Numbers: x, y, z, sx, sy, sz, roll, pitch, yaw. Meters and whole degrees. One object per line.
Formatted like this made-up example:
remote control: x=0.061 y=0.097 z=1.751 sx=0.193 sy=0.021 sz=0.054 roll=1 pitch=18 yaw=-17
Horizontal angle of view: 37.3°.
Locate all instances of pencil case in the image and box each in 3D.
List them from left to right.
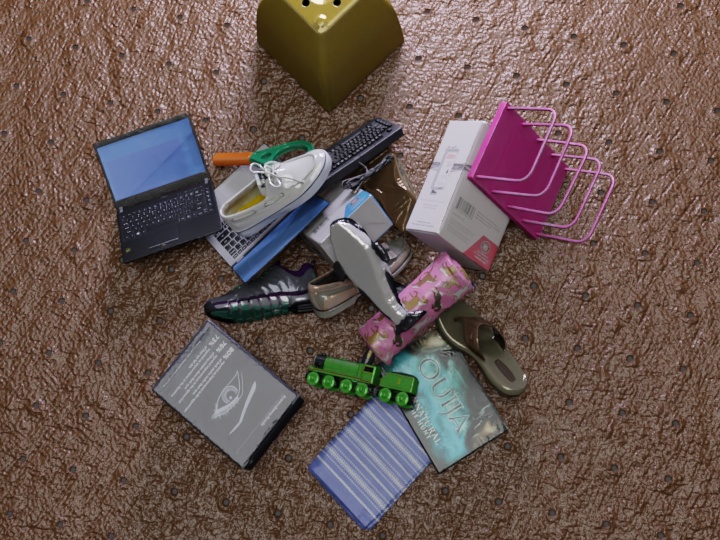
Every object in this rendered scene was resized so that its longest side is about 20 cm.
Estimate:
pencil case: x=0.087 y=0.062 z=1.697 sx=0.200 sy=0.087 sz=0.083 roll=-42 pitch=38 yaw=3

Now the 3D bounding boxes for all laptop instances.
laptop: x=-0.340 y=-0.139 z=1.786 sx=0.175 sy=0.104 sz=0.202 roll=-18 pitch=49 yaw=0
laptop: x=-0.172 y=-0.099 z=1.760 sx=0.187 sy=0.116 sz=0.200 roll=-42 pitch=75 yaw=-5

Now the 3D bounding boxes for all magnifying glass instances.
magnifying glass: x=-0.163 y=-0.187 z=1.791 sx=0.197 sy=0.023 sz=0.080 roll=3 pitch=42 yaw=28

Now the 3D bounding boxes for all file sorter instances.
file sorter: x=0.294 y=-0.152 z=1.695 sx=0.124 sy=0.199 sz=0.141 roll=13 pitch=72 yaw=48

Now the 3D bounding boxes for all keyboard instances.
keyboard: x=-0.009 y=-0.183 z=1.745 sx=0.199 sy=0.021 sz=0.127 roll=-37 pitch=47 yaw=-22

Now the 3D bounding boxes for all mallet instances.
mallet: x=0.017 y=0.107 z=1.762 sx=0.065 sy=0.041 sz=0.202 roll=29 pitch=85 yaw=7

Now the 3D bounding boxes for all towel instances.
towel: x=0.029 y=0.301 z=1.732 sx=0.145 sy=0.024 sz=0.200 roll=43 pitch=82 yaw=11

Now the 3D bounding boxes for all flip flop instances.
flip flop: x=0.199 y=0.116 z=1.719 sx=0.080 sy=0.058 sz=0.201 roll=-27 pitch=66 yaw=-30

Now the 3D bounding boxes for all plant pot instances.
plant pot: x=-0.057 y=-0.427 z=1.785 sx=0.194 sy=0.200 sz=0.196 roll=-44 pitch=81 yaw=-6

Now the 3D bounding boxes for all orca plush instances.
orca plush: x=0.031 y=-0.005 z=1.645 sx=0.200 sy=0.105 sz=0.071 roll=44 pitch=40 yaw=1

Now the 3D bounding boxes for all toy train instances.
toy train: x=0.002 y=0.176 z=1.720 sx=0.197 sy=0.042 sz=0.057 roll=11 pitch=80 yaw=22

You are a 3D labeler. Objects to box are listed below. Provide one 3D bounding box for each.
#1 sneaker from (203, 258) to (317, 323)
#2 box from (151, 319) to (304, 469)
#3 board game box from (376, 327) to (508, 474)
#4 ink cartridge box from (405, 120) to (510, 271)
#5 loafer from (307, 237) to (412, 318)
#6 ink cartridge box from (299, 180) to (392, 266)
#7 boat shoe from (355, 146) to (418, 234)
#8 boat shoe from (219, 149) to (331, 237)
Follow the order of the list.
sneaker: x=-0.164 y=0.032 z=1.774 sx=0.196 sy=0.075 sz=0.089 roll=-6 pitch=68 yaw=-10
box: x=-0.210 y=0.201 z=1.717 sx=0.199 sy=0.104 sz=0.148 roll=40 pitch=83 yaw=9
board game box: x=0.131 y=0.206 z=1.727 sx=0.134 sy=0.028 sz=0.202 roll=-30 pitch=75 yaw=-8
ink cartridge box: x=0.179 y=-0.122 z=1.738 sx=0.082 sy=0.146 sz=0.203 roll=11 pitch=74 yaw=49
loafer: x=0.000 y=0.000 z=1.741 sx=0.199 sy=0.072 sz=0.063 roll=-36 pitch=123 yaw=-19
ink cartridge box: x=-0.039 y=-0.080 z=1.750 sx=0.116 sy=0.200 sz=0.067 roll=-43 pitch=114 yaw=-5
boat shoe: x=0.049 y=-0.142 z=1.799 sx=0.073 sy=0.063 sz=0.202 roll=-31 pitch=72 yaw=10
boat shoe: x=-0.143 y=-0.138 z=1.689 sx=0.200 sy=0.086 sz=0.075 roll=-32 pitch=50 yaw=16
